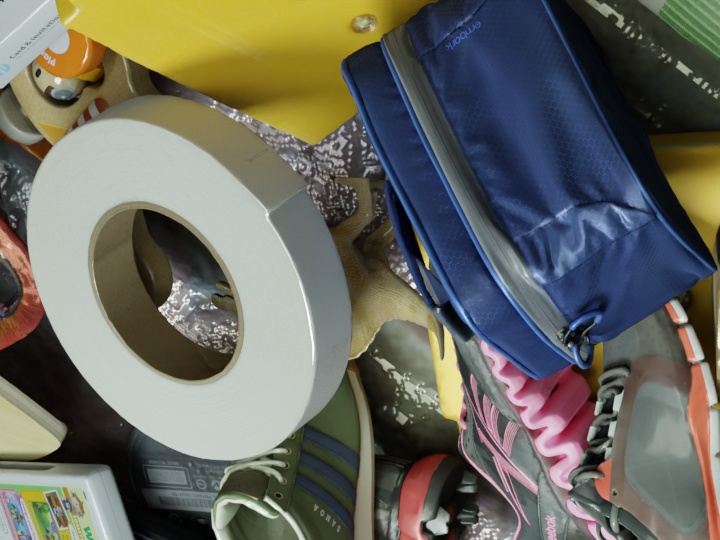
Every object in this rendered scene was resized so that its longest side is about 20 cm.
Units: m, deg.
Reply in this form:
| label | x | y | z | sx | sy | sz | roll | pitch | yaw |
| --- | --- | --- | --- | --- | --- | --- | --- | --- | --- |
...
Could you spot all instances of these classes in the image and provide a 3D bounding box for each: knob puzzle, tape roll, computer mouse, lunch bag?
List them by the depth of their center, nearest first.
| label | x | y | z | sx | sy | sz | roll | pitch | yaw |
| --- | --- | --- | --- | --- | --- | --- | --- | --- | --- |
| lunch bag | 0.080 | -0.040 | 1.386 | 0.132 | 0.136 | 0.201 | -31 | 62 | 12 |
| tape roll | -0.093 | 0.005 | 1.458 | 0.202 | 0.037 | 0.204 | 21 | 127 | 31 |
| knob puzzle | -0.257 | 0.056 | 1.596 | 0.219 | 0.031 | 0.220 | 22 | 158 | 9 |
| computer mouse | -0.085 | 0.153 | 1.624 | 0.138 | 0.053 | 0.201 | 7 | 123 | 23 |

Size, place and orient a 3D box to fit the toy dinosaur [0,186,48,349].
| label | x | y | z | sx | sy | sz | roll | pitch | yaw |
| --- | --- | --- | --- | --- | --- | --- | --- | --- | --- |
| toy dinosaur | -0.240 | -0.046 | 1.512 | 0.181 | 0.105 | 0.200 | 41 | 153 | 16 |

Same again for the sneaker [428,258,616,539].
| label | x | y | z | sx | sy | sz | roll | pitch | yaw |
| --- | --- | --- | --- | --- | --- | --- | --- | --- | --- |
| sneaker | 0.079 | 0.072 | 1.494 | 0.095 | 0.079 | 0.201 | -19 | 103 | 41 |

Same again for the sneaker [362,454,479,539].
| label | x | y | z | sx | sy | sz | roll | pitch | yaw |
| --- | --- | --- | --- | --- | --- | --- | --- | --- | --- |
| sneaker | 0.013 | 0.189 | 1.593 | 0.097 | 0.071 | 0.201 | 13 | 119 | 21 |

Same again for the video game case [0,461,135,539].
| label | x | y | z | sx | sy | sz | roll | pitch | yaw |
| --- | --- | --- | --- | --- | --- | --- | --- | --- | --- |
| video game case | -0.175 | 0.208 | 1.638 | 0.182 | 0.022 | 0.201 | -3 | 109 | 51 |

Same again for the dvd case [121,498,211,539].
| label | x | y | z | sx | sy | sz | roll | pitch | yaw |
| --- | --- | --- | --- | --- | --- | --- | --- | --- | --- |
| dvd case | -0.098 | 0.236 | 1.635 | 0.142 | 0.018 | 0.201 | 24 | 132 | 14 |

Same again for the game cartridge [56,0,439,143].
| label | x | y | z | sx | sy | sz | roll | pitch | yaw |
| --- | --- | --- | --- | --- | --- | --- | --- | --- | --- |
| game cartridge | -0.033 | -0.154 | 1.403 | 0.176 | 0.033 | 0.200 | -37 | 140 | 27 |

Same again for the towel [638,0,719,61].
| label | x | y | z | sx | sy | sz | roll | pitch | yaw |
| --- | --- | --- | --- | --- | --- | --- | --- | --- | --- |
| towel | 0.246 | -0.153 | 1.394 | 0.199 | 0.023 | 0.153 | 30 | 119 | 3 |

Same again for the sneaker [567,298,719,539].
| label | x | y | z | sx | sy | sz | roll | pitch | yaw |
| --- | --- | --- | --- | --- | --- | --- | --- | --- | --- |
| sneaker | 0.144 | 0.091 | 1.427 | 0.081 | 0.077 | 0.201 | -13 | 78 | -6 |

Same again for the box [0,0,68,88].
| label | x | y | z | sx | sy | sz | roll | pitch | yaw |
| --- | --- | --- | --- | --- | --- | --- | --- | --- | --- |
| box | -0.193 | -0.222 | 1.455 | 0.156 | 0.041 | 0.201 | -37 | 71 | 29 |

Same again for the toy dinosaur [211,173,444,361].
| label | x | y | z | sx | sy | sz | roll | pitch | yaw |
| --- | --- | --- | --- | --- | --- | --- | --- | --- | --- |
| toy dinosaur | 0.000 | 0.000 | 1.500 | 0.199 | 0.058 | 0.102 | 6 | 93 | 49 |

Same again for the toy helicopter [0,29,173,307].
| label | x | y | z | sx | sy | sz | roll | pitch | yaw |
| --- | --- | --- | --- | --- | --- | --- | --- | --- | --- |
| toy helicopter | -0.157 | -0.069 | 1.533 | 0.132 | 0.079 | 0.201 | -7 | 104 | 38 |

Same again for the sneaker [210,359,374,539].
| label | x | y | z | sx | sy | sz | roll | pitch | yaw |
| --- | --- | --- | --- | --- | --- | --- | --- | --- | --- |
| sneaker | -0.042 | 0.119 | 1.516 | 0.067 | 0.090 | 0.201 | -18 | 71 | 38 |

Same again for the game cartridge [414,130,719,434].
| label | x | y | z | sx | sy | sz | roll | pitch | yaw |
| --- | --- | --- | --- | --- | --- | --- | --- | --- | --- |
| game cartridge | 0.131 | 0.011 | 1.500 | 0.199 | 0.032 | 0.177 | 0 | 112 | 22 |

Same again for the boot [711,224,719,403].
| label | x | y | z | sx | sy | sz | roll | pitch | yaw |
| --- | --- | --- | --- | --- | --- | --- | --- | --- | --- |
| boot | 0.258 | 0.061 | 1.432 | 0.143 | 0.071 | 0.202 | -4 | 117 | 9 |
